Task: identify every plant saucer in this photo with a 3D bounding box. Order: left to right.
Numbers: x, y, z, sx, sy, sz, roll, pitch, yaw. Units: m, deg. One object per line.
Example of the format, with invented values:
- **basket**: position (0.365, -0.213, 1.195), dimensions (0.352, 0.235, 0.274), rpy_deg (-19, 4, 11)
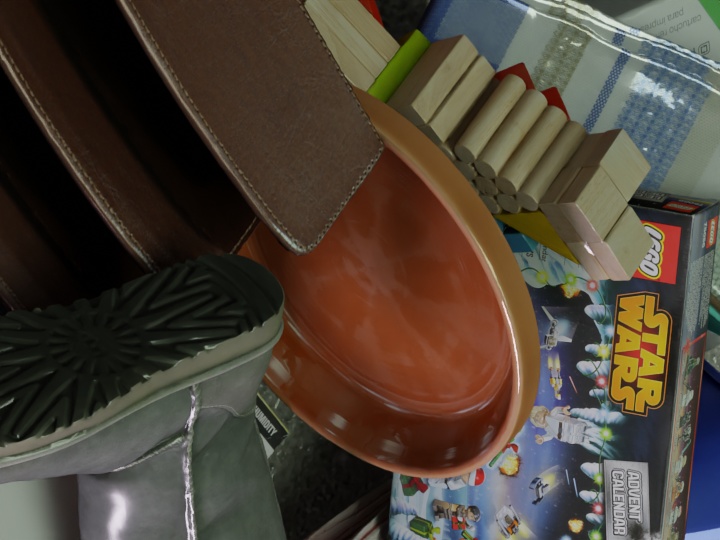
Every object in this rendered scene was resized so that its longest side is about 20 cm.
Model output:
- **plant saucer**: position (0.000, 0.000, 1.118), dimensions (0.032, 0.200, 0.201), rpy_deg (-39, 126, -34)

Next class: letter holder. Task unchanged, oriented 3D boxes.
- **letter holder**: position (-0.101, -0.077, 0.975), dimensions (0.200, 0.100, 0.142), rpy_deg (59, 42, -25)

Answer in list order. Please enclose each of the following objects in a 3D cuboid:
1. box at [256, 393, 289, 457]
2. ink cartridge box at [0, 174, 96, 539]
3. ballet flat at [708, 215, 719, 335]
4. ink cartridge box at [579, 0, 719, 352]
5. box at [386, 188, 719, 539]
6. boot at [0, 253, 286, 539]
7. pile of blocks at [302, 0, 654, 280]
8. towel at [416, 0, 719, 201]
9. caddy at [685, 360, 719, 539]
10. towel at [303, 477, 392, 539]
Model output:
- **box**: position (-0.125, 0.120, 1.155), dimensions (0.200, 0.050, 0.075), rpy_deg (-48, 132, -15)
- **ink cartridge box**: position (-0.159, 0.056, 1.034), dimensions (0.200, 0.084, 0.145), rpy_deg (-53, 135, -46)
- **ballet flat**: position (0.190, 0.016, 1.205), dimensions (0.200, 0.069, 0.071), rpy_deg (43, 85, -21)
- **ink cartridge box**: position (0.153, -0.060, 1.297), dimensions (0.146, 0.084, 0.201), rpy_deg (-25, 120, -28)
- **box**: position (0.085, 0.056, 1.160), dimensions (0.040, 0.136, 0.201), rpy_deg (-24, 121, -61)
- **boot**: position (-0.100, 0.103, 0.989), dimensions (0.181, 0.073, 0.201), rpy_deg (-15, 135, -24)
- **pile of blocks**: position (0.044, -0.065, 1.110), dimensions (0.062, 0.200, 0.082), rpy_deg (-53, 172, -29)
- **towel**: position (0.100, -0.053, 1.202), dimensions (0.199, 0.024, 0.147), rpy_deg (20, 110, -18)
- **caddy**: position (0.172, 0.122, 1.311), dimensions (0.105, 0.200, 0.142), rpy_deg (-14, 118, -17)
- **towel**: position (0.010, 0.204, 1.258), dimensions (0.191, 0.032, 0.201), rpy_deg (-28, 124, -60)
